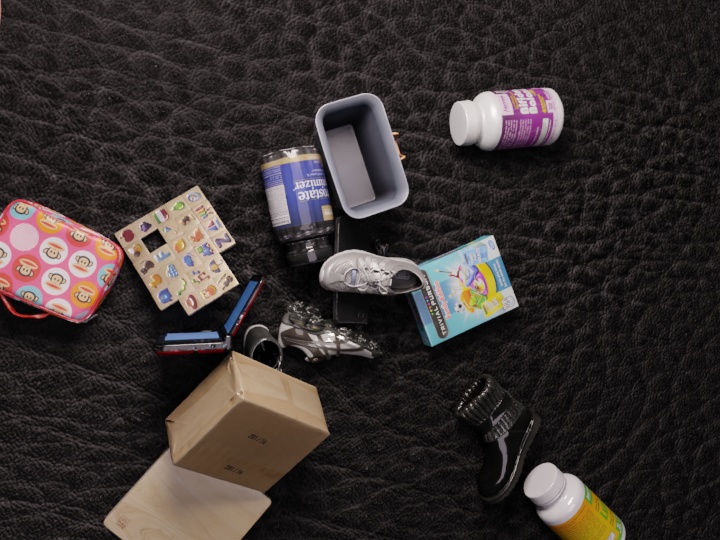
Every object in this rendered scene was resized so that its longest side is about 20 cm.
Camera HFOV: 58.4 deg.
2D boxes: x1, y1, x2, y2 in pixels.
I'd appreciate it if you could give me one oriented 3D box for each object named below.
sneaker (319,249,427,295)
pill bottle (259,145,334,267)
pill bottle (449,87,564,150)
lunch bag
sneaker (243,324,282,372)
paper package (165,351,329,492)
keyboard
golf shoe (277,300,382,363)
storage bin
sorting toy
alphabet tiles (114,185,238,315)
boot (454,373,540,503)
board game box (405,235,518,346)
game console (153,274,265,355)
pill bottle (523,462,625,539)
[{"bbox_3d":[0.026,0.007,1.136,0.199,0.082,0.075,-3,105,-22],"label":"sneaker"},{"bbox_3d":[-0.107,-0.112,1.148,0.111,0.112,0.201,-12,93,-14],"label":"pill bottle"},{"bbox_3d":[0.279,-0.291,1.248,0.199,0.112,0.113,-8,92,-15],"label":"pill bottle"},{"bbox_3d":[-0.511,-0.002,1.059,0.199,0.082,0.177,29,84,-14],"label":"lunch bag"},{"bbox_3d":[-0.171,0.200,1.140,0.070,0.099,0.201,-6,93,-16],"label":"sneaker"},{"bbox_3d":[-0.185,0.253,1.057,0.191,0.104,0.200,-44,131,18],"label":"paper package"},{"bbox_3d":[0.000,0.000,1.201,0.127,0.021,0.201,6,83,-37],"label":"keyboard"},{"bbox_3d":[-0.059,0.132,1.192,0.199,0.078,0.095,24,106,-15],"label":"golf shoe"},{"bbox_3d":[-0.004,-0.200,1.163,0.145,0.134,0.201,-20,96,-14],"label":"storage bin"},{"bbox_3d":[-0.296,0.409,1.123,0.200,0.070,0.199,44,80,-10],"label":"sorting toy"},{"bbox_3d":[-0.303,-0.029,1.113,0.167,0.008,0.200,-33,76,-12],"label":"alphabet tiles"},{"bbox_3d":[0.245,0.326,1.256,0.158,0.079,0.212,36,71,-19],"label":"boot"},{"bbox_3d":[0.192,0.038,1.260,0.199,0.047,0.152,-23,96,-14],"label":"board game box"},{"bbox_3d":[-0.250,0.067,1.066,0.171,0.200,0.119,-1,90,-14],"label":"game console"},{"bbox_3d":[0.423,0.480,1.289,0.200,0.111,0.111,44,80,-11],"label":"pill bottle"}]
